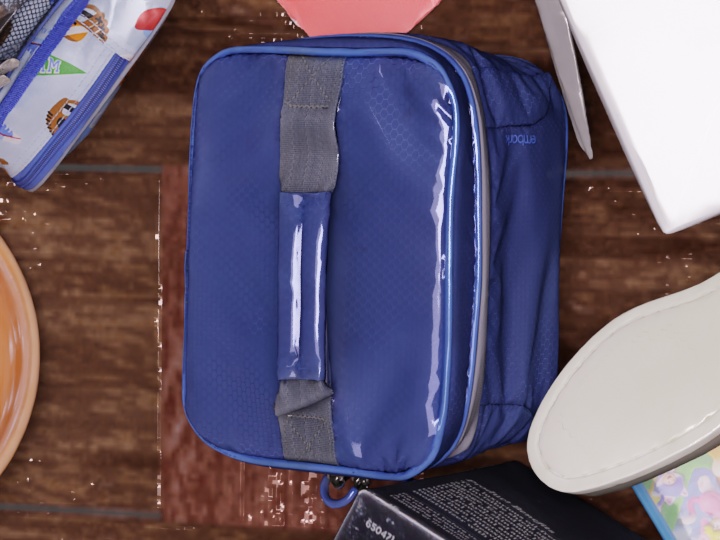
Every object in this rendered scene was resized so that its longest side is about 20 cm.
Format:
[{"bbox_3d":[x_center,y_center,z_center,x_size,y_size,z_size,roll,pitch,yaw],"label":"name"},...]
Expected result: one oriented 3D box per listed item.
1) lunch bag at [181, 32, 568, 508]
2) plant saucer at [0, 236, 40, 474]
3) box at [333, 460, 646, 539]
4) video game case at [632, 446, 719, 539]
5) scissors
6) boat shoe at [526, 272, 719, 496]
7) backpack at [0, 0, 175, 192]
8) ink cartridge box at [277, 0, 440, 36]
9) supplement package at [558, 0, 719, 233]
[{"bbox_3d":[0.000,0.000,0.916,0.135,0.132,0.201,3,94,30],"label":"lunch bag"},{"bbox_3d":[-0.249,0.042,0.998,0.199,0.037,0.201,4,70,-11],"label":"plant saucer"},{"bbox_3d":[0.034,0.196,0.895,0.123,0.198,0.201,31,99,20],"label":"box"},{"bbox_3d":[0.221,0.128,0.950,0.143,0.018,0.201,-32,86,11],"label":"video game case"},{"bbox_3d":[0.077,-0.150,0.927,0.073,0.014,0.201,-28,89,26],"label":"scissors"},{"bbox_3d":[0.162,0.033,0.921,0.201,0.060,0.072,-39,55,7],"label":"boat shoe"},{"bbox_3d":[-0.170,-0.122,0.945,0.190,0.200,0.154,-42,104,16],"label":"backpack"},{"bbox_3d":[0.013,-0.209,0.964,0.200,0.050,0.161,-42,84,9],"label":"ink cartridge box"},{"bbox_3d":[0.154,-0.088,0.861,0.113,0.200,0.110,-24,89,11],"label":"supplement package"}]
